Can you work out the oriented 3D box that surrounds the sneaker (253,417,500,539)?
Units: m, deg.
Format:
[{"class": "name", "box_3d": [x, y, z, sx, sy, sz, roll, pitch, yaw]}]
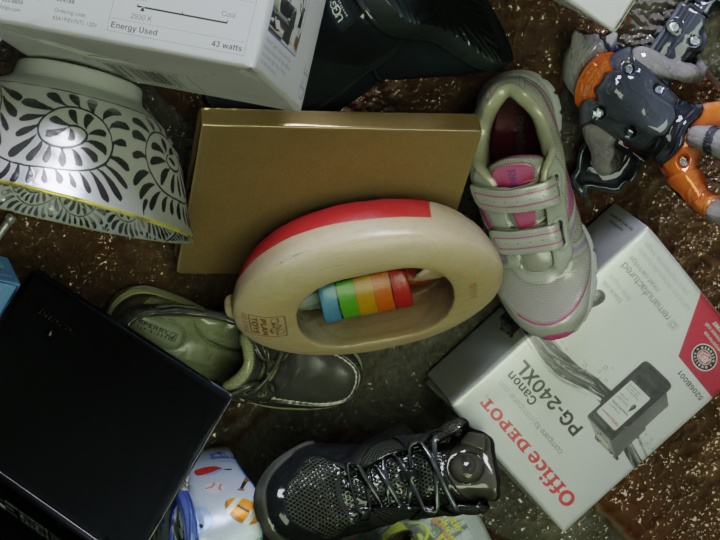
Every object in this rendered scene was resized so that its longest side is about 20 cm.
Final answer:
[{"class": "sneaker", "box_3d": [0.022, 0.146, 1.508, 0.198, 0.114, 0.077, -2, 75, -41]}]

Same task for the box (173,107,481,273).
[{"class": "box", "box_3d": [-0.026, -0.054, 1.518, 0.198, 0.021, 0.164, 1, 141, -12]}]

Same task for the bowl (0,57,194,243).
[{"class": "bowl", "box_3d": [-0.199, -0.086, 1.444, 0.199, 0.201, 0.095, 15, 84, -15]}]

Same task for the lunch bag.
[{"class": "lunch bag", "box_3d": [-0.112, 0.230, 1.550, 0.075, 0.160, 0.202, -4, 106, -13]}]

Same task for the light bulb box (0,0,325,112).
[{"class": "light bulb box", "box_3d": [-0.120, -0.227, 1.382, 0.197, 0.125, 0.202, 12, 84, 14]}]

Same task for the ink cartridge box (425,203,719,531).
[{"class": "ink cartridge box", "box_3d": [0.171, 0.075, 1.610, 0.200, 0.083, 0.145, -42, 109, 0]}]

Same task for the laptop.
[{"class": "laptop", "box_3d": [-0.191, 0.140, 1.499, 0.116, 0.187, 0.201, -42, 150, -32]}]

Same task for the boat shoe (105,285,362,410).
[{"class": "boat shoe", "box_3d": [-0.090, 0.065, 1.560, 0.199, 0.066, 0.072, 18, 100, -16]}]

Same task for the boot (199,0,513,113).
[{"class": "boot", "box_3d": [-0.004, -0.147, 1.513, 0.168, 0.200, 0.077, -31, 72, 27]}]

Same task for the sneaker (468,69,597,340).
[{"class": "sneaker", "box_3d": [0.115, -0.049, 1.528, 0.081, 0.088, 0.202, -15, 83, 13]}]

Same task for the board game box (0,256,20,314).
[{"class": "board game box", "box_3d": [-0.346, 0.061, 1.466, 0.151, 0.037, 0.201, 16, 117, -39]}]

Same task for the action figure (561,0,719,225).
[{"class": "action figure", "box_3d": [0.236, -0.130, 1.548, 0.192, 0.105, 0.201, 26, 91, 13]}]

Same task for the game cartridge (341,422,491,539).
[{"class": "game cartridge", "box_3d": [0.036, 0.224, 1.647, 0.132, 0.041, 0.201, -30, 109, -7]}]

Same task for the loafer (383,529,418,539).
[{"class": "loafer", "box_3d": [-0.024, 0.234, 1.490, 0.199, 0.075, 0.069, -16, 89, -42]}]

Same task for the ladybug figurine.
[{"class": "ladybug figurine", "box_3d": [0.000, 0.000, 1.514, 0.198, 0.072, 0.136, -9, 144, -2]}]

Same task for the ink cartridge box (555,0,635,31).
[{"class": "ink cartridge box", "box_3d": [0.111, -0.247, 1.450, 0.144, 0.200, 0.085, 31, 96, -18]}]

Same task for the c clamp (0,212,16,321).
[{"class": "c clamp", "box_3d": [-0.236, 0.086, 1.554, 0.200, 0.027, 0.171, 42, 94, -20]}]

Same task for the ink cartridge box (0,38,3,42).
[{"class": "ink cartridge box", "box_3d": [-0.322, -0.108, 1.449, 0.044, 0.094, 0.200, 42, 93, -19]}]
